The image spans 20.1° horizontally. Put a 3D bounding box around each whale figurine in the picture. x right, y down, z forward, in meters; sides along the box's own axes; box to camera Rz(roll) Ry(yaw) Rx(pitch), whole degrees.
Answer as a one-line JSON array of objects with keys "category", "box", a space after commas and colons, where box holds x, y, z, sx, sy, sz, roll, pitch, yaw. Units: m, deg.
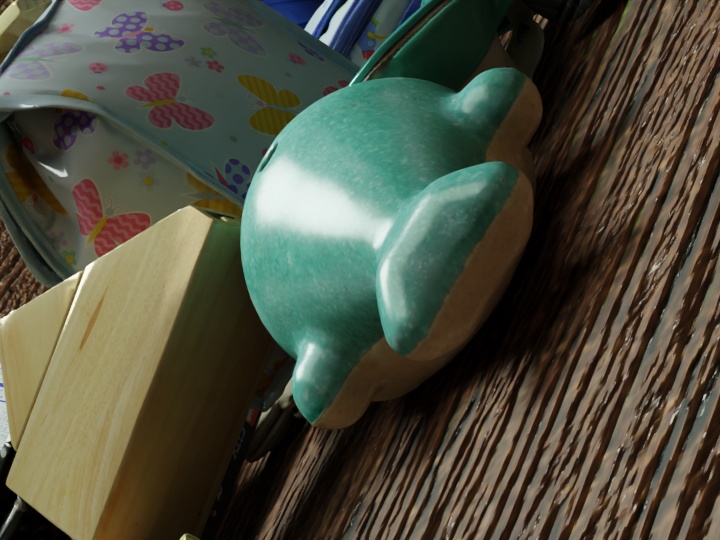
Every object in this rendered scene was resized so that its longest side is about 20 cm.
[{"category": "whale figurine", "box": [0.009, -0.017, 0.787, 0.160, 0.103, 0.200, -58, 7, 1]}]

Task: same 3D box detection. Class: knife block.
[{"category": "knife block", "box": [-0.097, 0.088, 0.894, 0.199, 0.064, 0.177, -28, 65, 35]}]

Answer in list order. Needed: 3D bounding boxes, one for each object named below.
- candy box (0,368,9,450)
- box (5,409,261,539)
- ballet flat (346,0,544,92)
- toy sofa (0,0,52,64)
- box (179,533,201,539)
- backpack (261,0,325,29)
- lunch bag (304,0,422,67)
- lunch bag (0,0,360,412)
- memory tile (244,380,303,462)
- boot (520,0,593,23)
[{"category": "candy box", "box": [-0.209, 0.178, 1.175, 0.170, 0.076, 0.201, 85, -155, -48]}, {"category": "box", "box": [-0.140, 0.139, 1.007, 0.136, 0.038, 0.201, -2, 56, 38]}, {"category": "ballet flat", "box": [0.052, -0.106, 0.940, 0.067, 0.070, 0.200, -44, 8, 33]}, {"category": "toy sofa", "box": [-0.139, -0.081, 1.225, 0.097, 0.201, 0.083, -33, -1, -40]}, {"category": "box", "box": [-0.100, 0.208, 0.807, 0.075, 0.050, 0.201, -45, 16, 56]}, {"category": "backpack", "box": [-0.090, -0.107, 1.322, 0.201, 0.168, 0.162, -56, -14, 23]}, {"category": "lunch bag", "box": [0.021, -0.148, 1.191, 0.201, 0.082, 0.161, -59, 9, -24]}, {"category": "lunch bag", "box": [-0.087, -0.055, 1.005, 0.127, 0.199, 0.170, -49, 11, 33]}, {"category": "memory tile", "box": [0.000, 0.000, 1.052, 0.153, 0.017, 0.201, -49, 13, 44]}, {"category": "boot", "box": [0.132, -0.198, 0.870, 0.131, 0.068, 0.200, -56, 9, -26]}]
